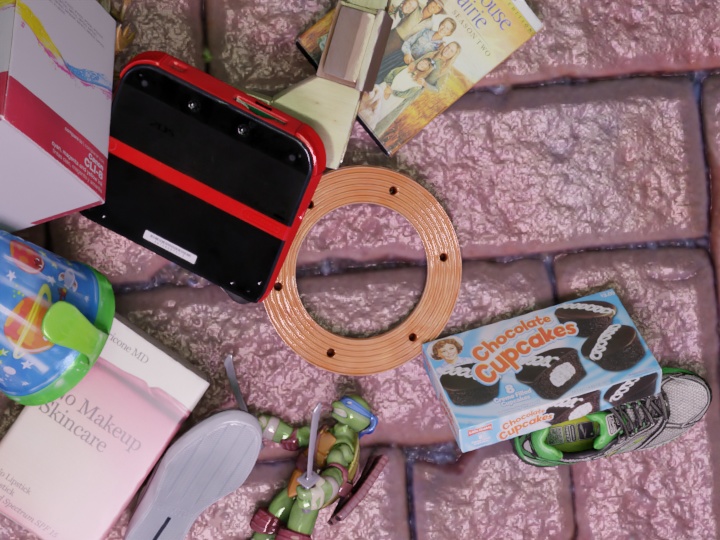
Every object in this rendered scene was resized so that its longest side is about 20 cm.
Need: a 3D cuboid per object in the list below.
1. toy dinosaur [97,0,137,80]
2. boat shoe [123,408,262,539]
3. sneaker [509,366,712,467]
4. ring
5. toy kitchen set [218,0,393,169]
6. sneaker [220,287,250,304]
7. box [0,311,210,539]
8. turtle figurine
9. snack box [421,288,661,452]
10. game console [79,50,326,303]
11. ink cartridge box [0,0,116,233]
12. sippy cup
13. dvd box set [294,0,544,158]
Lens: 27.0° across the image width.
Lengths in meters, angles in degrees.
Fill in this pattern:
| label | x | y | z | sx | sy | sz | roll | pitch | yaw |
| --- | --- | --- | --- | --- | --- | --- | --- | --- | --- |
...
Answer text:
| label | x | y | z | sx | sy | sz | roll | pitch | yaw |
| --- | --- | --- | --- | --- | --- | --- | --- | --- | --- |
| toy dinosaur | -0.258 | -0.209 | 1.407 | 0.106 | 0.060 | 0.201 | 24 | 89 | 29 |
| boat shoe | -0.158 | 0.181 | 1.353 | 0.073 | 0.067 | 0.200 | 30 | 119 | -23 |
| sneaker | 0.248 | 0.148 | 1.439 | 0.199 | 0.085 | 0.078 | -18 | 91 | -8 |
| ring | 0.000 | 0.000 | 1.429 | 0.199 | 0.019 | 0.201 | -2 | 98 | -13 |
| toy kitchen set | -0.071 | -0.210 | 1.341 | 0.180 | 0.163 | 0.201 | 18 | 97 | 0 |
| sneaker | -0.168 | -0.045 | 1.408 | 0.080 | 0.074 | 0.200 | -36 | 97 | 20 |
| box | -0.243 | 0.147 | 1.365 | 0.128 | 0.109 | 0.200 | 34 | 85 | -4 |
| turtle figurine | -0.080 | 0.190 | 1.371 | 0.144 | 0.200 | 0.195 | 23 | 90 | 28 |
| snack box | 0.170 | 0.092 | 1.419 | 0.199 | 0.116 | 0.037 | -16 | 134 | -7 |
| game console | -0.143 | -0.084 | 1.337 | 0.199 | 0.031 | 0.177 | 27 | 119 | 4 |
| ink cartridge box | -0.309 | -0.156 | 1.282 | 0.145 | 0.145 | 0.201 | -15 | 58 | 23 |
| sippy cup | -0.303 | 0.029 | 1.284 | 0.177 | 0.130 | 0.140 | -24 | 48 | 27 |
| dvd box set | 0.058 | -0.228 | 1.451 | 0.200 | 0.029 | 0.146 | -39 | 93 | -6 |
